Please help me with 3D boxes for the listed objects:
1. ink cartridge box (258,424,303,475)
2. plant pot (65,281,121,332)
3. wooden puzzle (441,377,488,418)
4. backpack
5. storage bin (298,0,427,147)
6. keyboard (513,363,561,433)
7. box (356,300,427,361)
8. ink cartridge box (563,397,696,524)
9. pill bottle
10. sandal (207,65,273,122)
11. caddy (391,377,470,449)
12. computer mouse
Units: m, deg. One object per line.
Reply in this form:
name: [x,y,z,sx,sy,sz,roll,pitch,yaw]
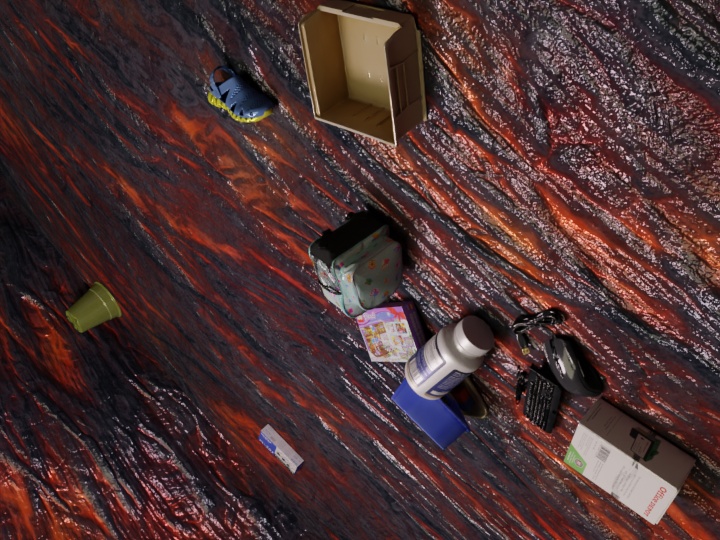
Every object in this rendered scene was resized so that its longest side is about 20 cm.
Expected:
ink cartridge box: [-0.307,0.691,2.824,0.200,0.044,0.094,42,147,15]
plant pot: [-1.240,0.184,3.374,0.200,0.190,0.200,32,144,27]
wooden puzzle: [0.187,0.262,1.718,0.185,0.046,0.200,-3,120,54]
backpack: [0.000,0.000,1.563,0.153,0.176,0.200,36,151,30]
storage bin: [0.006,-0.346,1.266,0.200,0.094,0.199,27,142,35]
keyboard: [0.349,0.265,1.489,0.104,0.040,0.200,39,155,32]
box: [0.073,0.146,1.727,0.200,0.039,0.137,-9,103,56]
ink cartridge box: [0.498,0.356,1.370,0.200,0.084,0.146,34,146,26]
pill bottle: [0.189,0.181,1.542,0.111,0.111,0.200,47,132,6]
sandal: [-0.270,-0.387,1.605,0.200,0.079,0.087,29,139,30]
caddy: [0.163,0.309,1.665,0.200,0.105,0.141,44,174,3]
computer mouse: [0.361,0.169,1.391,0.140,0.046,0.200,-14,112,55]
